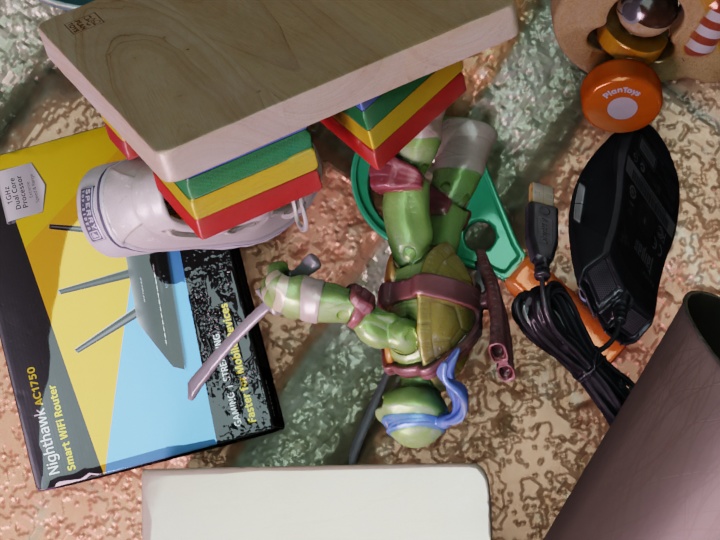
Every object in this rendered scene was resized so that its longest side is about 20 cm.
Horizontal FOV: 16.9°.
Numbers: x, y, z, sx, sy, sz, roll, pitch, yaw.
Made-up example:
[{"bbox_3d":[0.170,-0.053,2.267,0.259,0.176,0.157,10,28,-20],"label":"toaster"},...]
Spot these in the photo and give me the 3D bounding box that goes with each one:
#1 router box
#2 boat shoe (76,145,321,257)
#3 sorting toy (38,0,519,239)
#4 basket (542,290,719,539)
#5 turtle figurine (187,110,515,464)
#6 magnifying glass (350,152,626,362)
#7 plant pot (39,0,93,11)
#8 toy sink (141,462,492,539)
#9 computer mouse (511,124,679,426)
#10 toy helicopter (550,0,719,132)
[{"bbox_3d":[-0.141,0.017,1.443,0.148,0.051,0.201,-15,84,5],"label":"router box"},{"bbox_3d":[-0.066,-0.053,1.367,0.086,0.202,0.075,-12,89,35],"label":"boat shoe"},{"bbox_3d":[-0.042,-0.105,1.273,0.198,0.200,0.070,-24,121,-14],"label":"sorting toy"},{"bbox_3d":[0.181,0.143,1.304,0.180,0.136,0.200,42,111,7],"label":"basket"},{"bbox_3d":[0.000,0.000,1.353,0.143,0.200,0.195,17,75,-25],"label":"turtle figurine"},{"bbox_3d":[0.078,-0.015,1.446,0.200,0.022,0.080,42,89,9],"label":"magnifying glass"},{"bbox_3d":[-0.138,-0.238,1.426,0.199,0.135,0.201,0,85,4],"label":"plant pot"},{"bbox_3d":[-0.017,0.177,1.390,0.199,0.112,0.131,-3,84,10],"label":"toy sink"},{"bbox_3d":[0.125,-0.017,1.369,0.046,0.140,0.201,-12,50,32],"label":"computer mouse"},{"bbox_3d":[0.205,-0.158,1.356,0.199,0.133,0.079,-7,48,8],"label":"toy helicopter"}]
